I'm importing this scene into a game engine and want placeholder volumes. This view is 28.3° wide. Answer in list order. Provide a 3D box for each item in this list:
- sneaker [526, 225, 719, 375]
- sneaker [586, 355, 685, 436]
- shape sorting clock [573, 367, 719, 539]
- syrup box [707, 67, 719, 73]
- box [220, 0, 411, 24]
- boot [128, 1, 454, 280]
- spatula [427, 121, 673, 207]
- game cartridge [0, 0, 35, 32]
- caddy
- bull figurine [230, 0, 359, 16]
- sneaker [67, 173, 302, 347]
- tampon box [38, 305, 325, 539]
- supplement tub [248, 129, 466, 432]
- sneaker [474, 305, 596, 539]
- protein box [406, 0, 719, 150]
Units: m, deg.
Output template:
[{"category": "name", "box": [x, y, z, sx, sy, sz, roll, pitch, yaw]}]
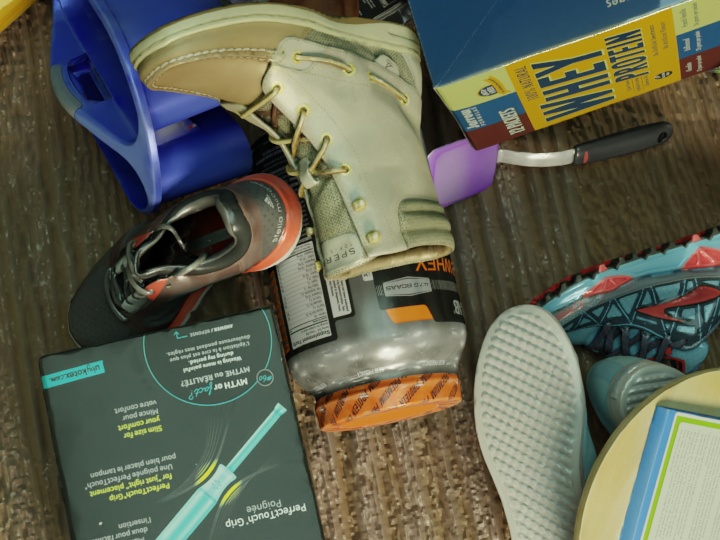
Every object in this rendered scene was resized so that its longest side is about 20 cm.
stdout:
[{"category": "sneaker", "box": [0.202, 0.034, 0.985, 0.200, 0.079, 0.096, -18, 82, -9]}, {"category": "sneaker", "box": [0.228, 0.125, 0.973, 0.074, 0.082, 0.200, -42, 109, -6]}, {"category": "shape sorting clock", "box": [0.218, 0.159, 0.910, 0.200, 0.039, 0.200, -4, 101, -22]}, {"category": "syrup box", "box": [0.229, -0.197, 1.038, 0.200, 0.081, 0.079, 4, 76, -2]}, {"category": "box", "box": [-0.062, -0.241, 1.038, 0.160, 0.044, 0.200, -34, 83, -12]}, {"category": "boot", "box": [-0.033, -0.071, 0.839, 0.200, 0.072, 0.155, -3, 77, -39]}, {"category": "spatula", "box": [0.136, -0.082, 1.024, 0.200, 0.057, 0.021, -10, 42, -15]}, {"category": "game cartridge", "box": [-0.253, -0.281, 0.979, 0.176, 0.032, 0.200, 45, 81, -6]}, {"category": "caddy", "box": [-0.149, -0.128, 0.936, 0.105, 0.141, 0.200, -19, 46, -18]}, {"category": "bull figurine", "box": [-0.050, -0.203, 0.917, 0.065, 0.200, 0.122, -1, 76, 17]}, {"category": "sneaker", "box": [-0.133, -0.005, 0.916, 0.200, 0.082, 0.077, -33, 77, 29]}, {"category": "tampon box", "box": [-0.107, 0.144, 0.904, 0.150, 0.126, 0.200, -12, 79, -8]}, {"category": "supplement tub", "box": [0.000, 0.000, 0.950, 0.122, 0.123, 0.200, -11, 79, -8]}, {"category": "sneaker", "box": [0.122, 0.122, 0.947, 0.074, 0.082, 0.200, -7, 90, 14]}, {"category": "protein box", "box": [0.126, -0.216, 0.926, 0.198, 0.135, 0.200, -18, 75, 11]}]
